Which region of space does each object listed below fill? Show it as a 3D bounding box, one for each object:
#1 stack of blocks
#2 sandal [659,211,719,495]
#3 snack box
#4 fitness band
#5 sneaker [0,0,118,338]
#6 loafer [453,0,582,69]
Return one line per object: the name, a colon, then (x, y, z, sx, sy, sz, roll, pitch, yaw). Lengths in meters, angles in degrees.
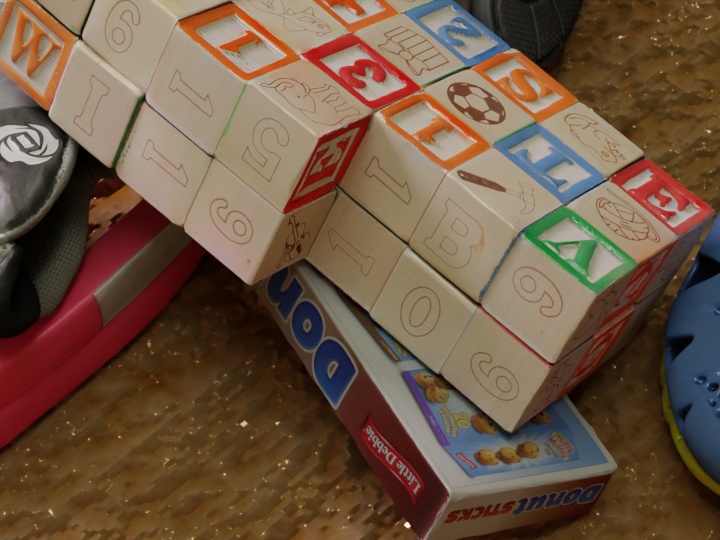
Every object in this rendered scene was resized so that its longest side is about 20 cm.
stack of blocks: (-0.003, -0.042, 0.653, 0.200, 0.059, 0.115, 40, 36, 15)
sandal: (0.142, -0.017, 0.664, 0.079, 0.087, 0.201, 10, 56, 9)
snack box: (0.000, 0.000, 0.676, 0.072, 0.024, 0.200, -3, 46, -40)
fitness band: (-0.135, -0.015, 0.714, 0.143, 0.038, 0.200, 34, 61, 28)
sneaker: (-0.157, -0.011, 0.644, 0.199, 0.075, 0.116, -32, 57, -19)
loafer: (0.053, -0.139, 0.782, 0.063, 0.072, 0.201, -3, 44, 26)
